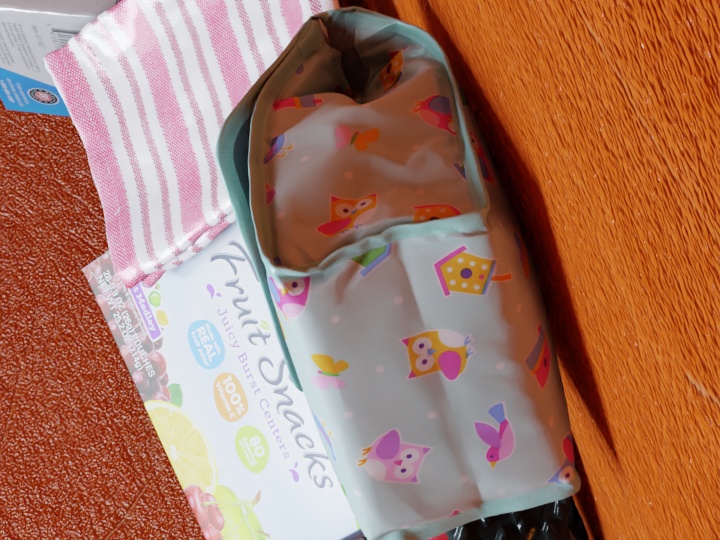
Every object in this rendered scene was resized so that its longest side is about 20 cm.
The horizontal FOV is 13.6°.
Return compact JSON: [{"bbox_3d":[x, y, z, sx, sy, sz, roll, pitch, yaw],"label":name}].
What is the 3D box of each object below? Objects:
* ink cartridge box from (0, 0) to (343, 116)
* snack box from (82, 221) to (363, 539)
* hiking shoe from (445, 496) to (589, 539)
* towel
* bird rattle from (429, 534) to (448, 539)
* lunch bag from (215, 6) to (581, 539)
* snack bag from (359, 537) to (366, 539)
[{"bbox_3d":[-0.113,-0.144,1.708,0.146,0.199,0.085,78,-161,-68],"label":"ink cartridge box"},{"bbox_3d":[-0.039,0.049,1.605,0.068,0.168,0.201,-18,-99,-49],"label":"snack box"},{"bbox_3d":[0.072,0.119,1.494,0.087,0.074,0.201,-127,16,-68],"label":"hiking shoe"},{"bbox_3d":[-0.082,-0.099,1.559,0.030,0.200,0.147,2,-120,-46],"label":"towel"},{"bbox_3d":[0.073,0.231,1.593,0.201,0.163,0.113,60,158,-2],"label":"bird rattle"},{"bbox_3d":[0.013,-0.004,1.349,0.200,0.121,0.171,-106,-2,-55],"label":"lunch bag"},{"bbox_3d":[0.005,0.147,1.954,0.201,0.188,0.021,-114,34,-41],"label":"snack bag"}]
